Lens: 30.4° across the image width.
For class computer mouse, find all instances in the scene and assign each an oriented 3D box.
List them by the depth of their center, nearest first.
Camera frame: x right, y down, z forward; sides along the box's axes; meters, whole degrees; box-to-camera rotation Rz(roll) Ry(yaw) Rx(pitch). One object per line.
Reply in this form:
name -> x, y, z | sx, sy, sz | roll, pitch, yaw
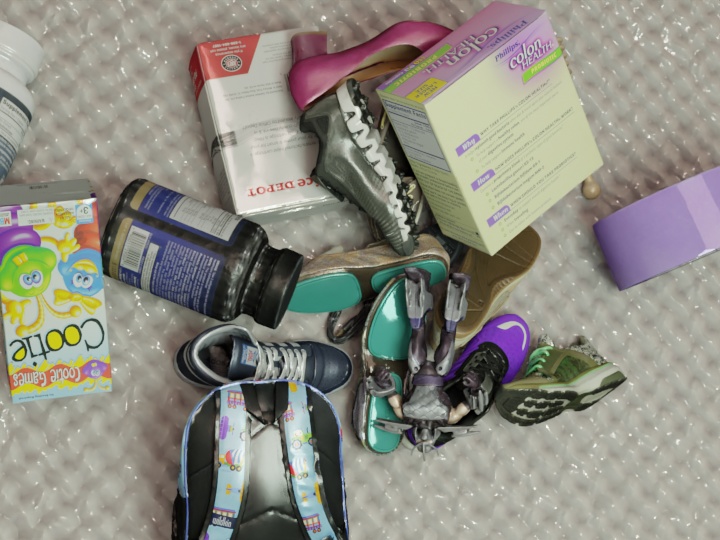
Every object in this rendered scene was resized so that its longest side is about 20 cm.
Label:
computer mouse -> 0.040, 0.017, 1.514 | 0.200, 0.034, 0.059 | -38, 66, -11

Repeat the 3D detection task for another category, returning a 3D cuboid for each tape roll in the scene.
tape roll -> 0.374, -0.053, 1.524 | 0.199, 0.200, 0.085 | -21, 85, -17

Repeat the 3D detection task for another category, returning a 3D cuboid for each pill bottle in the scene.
pill bottle -> -0.412, -0.158, 1.387 | 0.119, 0.120, 0.201 | 22, 73, -9
pill bottle -> -0.167, -0.013, 1.405 | 0.199, 0.112, 0.112 | 22, 74, 3

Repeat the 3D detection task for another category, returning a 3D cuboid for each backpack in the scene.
backpack -> -0.106, 0.209, 1.361 | 0.181, 0.134, 0.201 | -3, 92, -13

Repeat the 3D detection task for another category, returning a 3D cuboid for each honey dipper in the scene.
honey dipper -> 0.254, -0.182, 1.608 | 0.038, 0.038, 0.201 | -13, 84, -16

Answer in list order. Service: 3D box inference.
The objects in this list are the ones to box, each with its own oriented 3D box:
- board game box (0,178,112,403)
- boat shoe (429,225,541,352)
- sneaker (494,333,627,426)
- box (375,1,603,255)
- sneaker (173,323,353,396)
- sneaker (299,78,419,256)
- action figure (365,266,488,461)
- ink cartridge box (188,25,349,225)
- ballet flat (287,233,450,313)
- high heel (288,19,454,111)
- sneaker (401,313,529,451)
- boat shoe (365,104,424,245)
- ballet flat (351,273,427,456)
board game box -> -0.314, 0.019, 1.343 | 0.104, 0.103, 0.201 | -7, 107, -15
boat shoe -> 0.140, 0.017, 1.522 | 0.072, 0.065, 0.200 | 34, 54, 8
sneaker -> 0.211, 0.117, 1.501 | 0.199, 0.077, 0.089 | -4, 55, -44
box -> 0.142, -0.154, 1.424 | 0.176, 0.097, 0.201 | -38, 123, -17
sneaker -> -0.096, 0.100, 1.418 | 0.199, 0.108, 0.071 | 4, 77, -13
sneaker -> -0.004, -0.100, 1.423 | 0.090, 0.067, 0.201 | -21, 105, 14
action figure -> 0.072, 0.101, 1.402 | 0.129, 0.069, 0.201 | 4, 82, 2
ink cartridge box -> -0.099, -0.158, 1.486 | 0.146, 0.083, 0.201 | -11, 81, -17
ballet flat -> 0.000, 0.000, 1.482 | 0.199, 0.068, 0.067 | -9, 44, -2
high heel -> 0.021, -0.215, 1.444 | 0.199, 0.068, 0.097 | -5, 62, -1
sneaker -> 0.131, 0.126, 1.475 | 0.070, 0.099, 0.200 | 45, 72, -4
boat shoe -> 0.042, -0.114, 1.479 | 0.071, 0.060, 0.201 | 9, 110, 0
ballet flat -> 0.026, 0.101, 1.465 | 0.072, 0.072, 0.202 | 10, 89, -12
